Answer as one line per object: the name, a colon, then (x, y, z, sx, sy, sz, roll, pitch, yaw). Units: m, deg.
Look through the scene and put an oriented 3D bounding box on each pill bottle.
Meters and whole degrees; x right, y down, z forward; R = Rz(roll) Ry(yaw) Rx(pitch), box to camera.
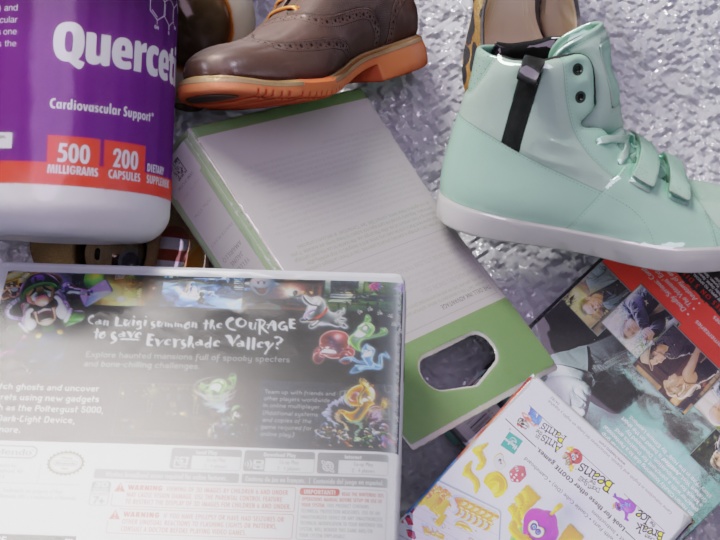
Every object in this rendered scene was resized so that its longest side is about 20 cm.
pill bottle: (-0.146, -0.115, 0.671, 0.112, 0.112, 0.201, 2, 88, -2)

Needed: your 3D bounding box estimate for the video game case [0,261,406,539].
video game case: (-0.081, 0.074, 0.605, 0.199, 0.023, 0.182, 2, 51, 2)

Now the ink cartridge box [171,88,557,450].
ink cartridge box: (0.000, 0.000, 0.735, 0.145, 0.048, 0.200, -21, 73, -49)

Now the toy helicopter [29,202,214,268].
toy helicopter: (-0.104, 0.021, 0.747, 0.200, 0.079, 0.132, 38, 92, 16)

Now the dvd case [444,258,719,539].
dvd case: (0.161, 0.069, 0.775, 0.200, 0.022, 0.146, -42, 79, -14)

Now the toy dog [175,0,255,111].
toy dog: (-0.102, -0.193, 0.798, 0.193, 0.140, 0.201, 15, 73, -16)

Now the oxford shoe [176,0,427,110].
oxford shoe: (-0.034, -0.131, 0.748, 0.071, 0.200, 0.073, -1, 105, 31)

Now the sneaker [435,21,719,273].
sneaker: (0.148, -0.069, 0.738, 0.200, 0.074, 0.119, 7, 112, -4)

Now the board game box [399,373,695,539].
board game box: (0.055, 0.165, 0.686, 0.105, 0.103, 0.200, 43, 83, 10)

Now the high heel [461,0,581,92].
high heel: (0.099, -0.143, 0.772, 0.071, 0.143, 0.201, -7, 73, -5)
